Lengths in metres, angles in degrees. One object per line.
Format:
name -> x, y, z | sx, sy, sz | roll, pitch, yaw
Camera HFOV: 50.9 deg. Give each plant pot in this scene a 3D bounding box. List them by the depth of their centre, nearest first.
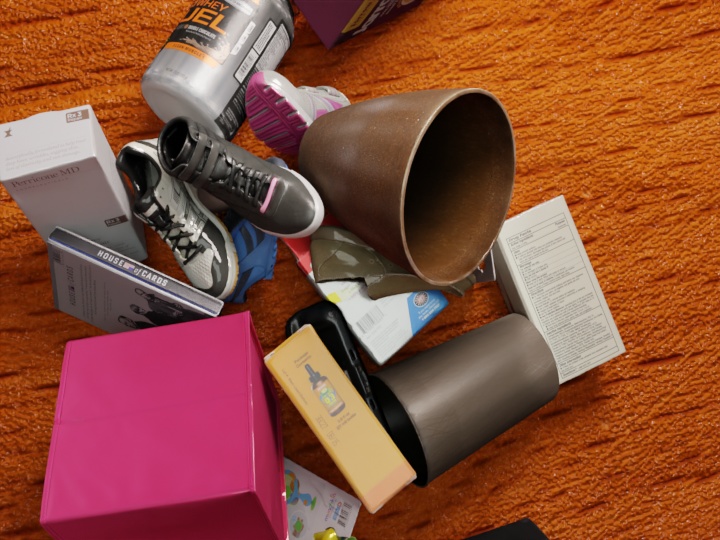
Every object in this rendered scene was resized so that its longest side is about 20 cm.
plant pot -> 0.031, -0.105, 0.794 | 0.197, 0.186, 0.191 | 21, 84, 41

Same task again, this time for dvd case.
dvd case -> -0.258, 0.040, 0.862 | 0.196, 0.151, 0.025 | 25, 54, -3

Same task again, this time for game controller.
game controller -> -0.026, 0.138, 0.903 | 0.103, 0.042, 0.205 | -23, 90, 38

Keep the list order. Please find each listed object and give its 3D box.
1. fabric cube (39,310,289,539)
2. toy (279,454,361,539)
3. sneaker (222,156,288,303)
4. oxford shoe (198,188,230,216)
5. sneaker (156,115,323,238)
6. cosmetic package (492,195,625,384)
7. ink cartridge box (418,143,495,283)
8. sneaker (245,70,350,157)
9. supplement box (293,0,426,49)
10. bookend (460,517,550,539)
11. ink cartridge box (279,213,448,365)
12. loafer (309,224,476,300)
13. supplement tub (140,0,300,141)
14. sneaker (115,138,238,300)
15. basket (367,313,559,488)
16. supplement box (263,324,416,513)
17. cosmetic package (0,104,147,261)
fabric cube -> -0.188, 0.189, 0.789 | 0.193, 0.199, 0.204 | -10, 51, 0
toy -> -0.077, 0.284, 0.874 | 0.047, 0.197, 0.118 | 22, 86, -45
sneaker -> -0.121, -0.042, 0.884 | 0.077, 0.067, 0.202 | 21, 121, -24
oxford shoe -> -0.153, -0.098, 0.922 | 0.195, 0.071, 0.075 | 20, 103, 2
sneaker -> -0.131, -0.093, 0.772 | 0.198, 0.099, 0.072 | 31, 99, 26
cosmetic package -> 0.233, 0.024, 0.935 | 0.101, 0.087, 0.205 | -21, 90, -5
ink cartridge box -> 0.103, -0.081, 0.913 | 0.066, 0.115, 0.206 | -10, 88, -5
sneaker -> -0.060, -0.179, 0.894 | 0.080, 0.199, 0.091 | -4, 65, 33
supplement box -> 0.026, -0.363, 0.873 | 0.199, 0.130, 0.104 | -37, 91, -36
bookend -> 0.151, 0.435, 0.906 | 0.193, 0.092, 0.206 | -16, 90, -4
ink cartridge box -> 0.000, 0.000, 0.924 | 0.116, 0.067, 0.201 | -39, 91, -7
loafer -> 0.033, 0.003, 0.859 | 0.194, 0.076, 0.069 | 14, 85, 4
supplement tub -> -0.156, -0.256, 0.884 | 0.121, 0.123, 0.203 | 29, 72, -3
sneaker -> -0.208, -0.054, 0.833 | 0.075, 0.087, 0.203 | -37, 75, 26
basket -> 0.123, 0.143, 0.889 | 0.196, 0.180, 0.139 | -24, 92, -15
supplement box -> -0.023, 0.160, 0.830 | 0.066, 0.069, 0.202 | -35, 86, -5
cosmetic package -> -0.308, -0.079, 0.829 | 0.099, 0.201, 0.076 | -15, 63, -6
